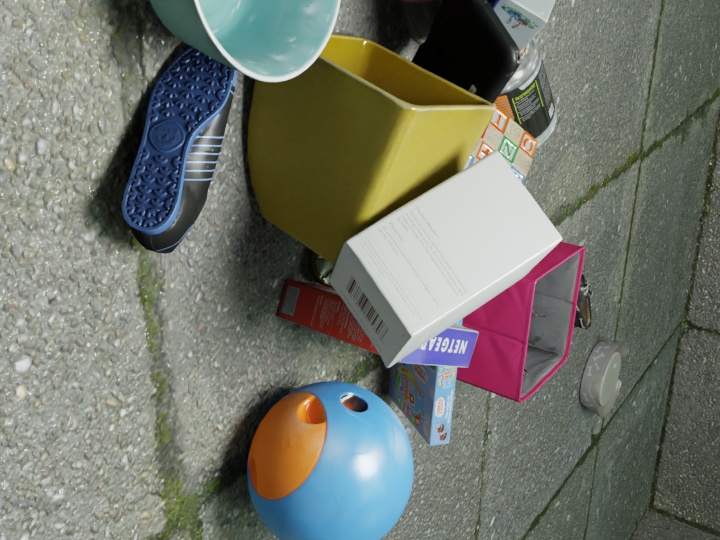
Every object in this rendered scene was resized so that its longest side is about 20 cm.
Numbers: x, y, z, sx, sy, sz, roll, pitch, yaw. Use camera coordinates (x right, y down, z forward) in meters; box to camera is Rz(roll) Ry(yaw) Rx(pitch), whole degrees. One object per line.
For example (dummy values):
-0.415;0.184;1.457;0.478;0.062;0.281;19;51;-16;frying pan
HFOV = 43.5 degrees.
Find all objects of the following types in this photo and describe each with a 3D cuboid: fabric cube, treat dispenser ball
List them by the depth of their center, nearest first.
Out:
-0.035;0.234;1.073;0.200;0.199;0.203;-33;131;-48;treat dispenser ball
0.207;0.054;1.391;0.196;0.198;0.202;-26;126;-52;fabric cube

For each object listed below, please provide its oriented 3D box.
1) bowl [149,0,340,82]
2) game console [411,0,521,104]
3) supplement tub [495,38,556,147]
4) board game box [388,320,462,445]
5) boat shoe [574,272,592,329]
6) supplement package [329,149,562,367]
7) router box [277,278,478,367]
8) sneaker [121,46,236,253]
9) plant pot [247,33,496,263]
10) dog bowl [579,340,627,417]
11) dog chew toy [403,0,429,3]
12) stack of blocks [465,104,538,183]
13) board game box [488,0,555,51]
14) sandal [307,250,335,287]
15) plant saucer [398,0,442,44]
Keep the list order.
-0.114;-0.269;0.784;0.200;0.104;0.203;-21;116;-52;bowl
0.134;-0.266;1.046;0.116;0.177;0.200;-24;165;-25;game console
0.212;-0.271;1.314;0.123;0.122;0.200;-62;149;-18;supplement tub
0.089;0.122;1.284;0.036;0.151;0.202;-6;112;-21;board game box
0.474;0.048;1.963;0.074;0.060;0.202;-45;140;-39;boat shoe
0.085;-0.011;0.931;0.199;0.117;0.117;-31;167;-20;supplement package
0.026;0.067;1.116;0.199;0.178;0.049;14;94;-60;router box
-0.165;-0.112;0.836;0.078;0.069;0.202;94;14;-71;sneaker
-0.008;-0.125;0.971;0.193;0.195;0.202;-15;133;-55;plant pot
0.625;0.273;2.324;0.200;0.058;0.202;-34;132;-48;dog bowl
0.030;-0.355;0.985;0.199;0.124;0.126;-21;122;-44;dog chew toy
0.133;-0.175;1.194;0.199;0.058;0.116;34;66;-24;stack of blocks
0.187;-0.332;1.118;0.149;0.064;0.200;-66;-174;-18;board game box
0.000;0.000;1.167;0.199;0.054;0.083;5;84;-45;sandal
0.118;-0.392;1.173;0.200;0.050;0.202;-34;132;-47;plant saucer
